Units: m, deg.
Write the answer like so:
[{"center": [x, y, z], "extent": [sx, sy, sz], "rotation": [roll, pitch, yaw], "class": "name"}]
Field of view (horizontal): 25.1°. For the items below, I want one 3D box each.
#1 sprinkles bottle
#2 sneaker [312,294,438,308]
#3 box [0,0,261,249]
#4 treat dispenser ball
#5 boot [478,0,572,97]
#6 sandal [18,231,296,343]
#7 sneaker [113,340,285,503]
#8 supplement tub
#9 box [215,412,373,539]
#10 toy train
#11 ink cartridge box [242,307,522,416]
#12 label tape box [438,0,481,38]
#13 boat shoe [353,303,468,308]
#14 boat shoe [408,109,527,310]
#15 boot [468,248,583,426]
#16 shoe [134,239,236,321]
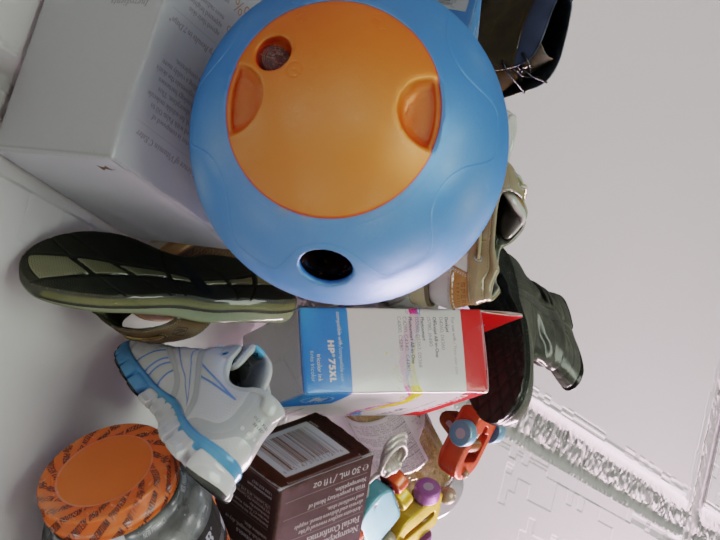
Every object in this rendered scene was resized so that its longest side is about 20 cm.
[{"center": [0.029, 0.137, 1.408], "extent": [0.069, 0.068, 0.201], "rotation": [-59, 140, -31], "class": "sprinkles bottle"}, {"center": [0.000, 0.000, 1.262], "extent": [0.115, 0.073, 0.201], "rotation": [-43, 144, -27], "class": "sneaker"}, {"center": [-0.131, -0.138, 1.079], "extent": [0.152, 0.105, 0.202], "rotation": [37, 65, -53], "class": "box"}, {"center": [-0.007, -0.081, 1.000], "extent": [0.200, 0.199, 0.204], "rotation": [-15, 109, -54], "class": "treat dispenser ball"}, {"center": [0.124, -0.182, 1.465], "extent": [0.075, 0.096, 0.202], "rotation": [38, 65, -52], "class": "boot"}, {"center": [-0.134, 0.023, 1.091], "extent": [0.199, 0.080, 0.058], "rotation": [10, 118, -32], "class": "sandal"}, {"center": [-0.101, 0.079, 1.089], "extent": [0.087, 0.200, 0.075], "rotation": [-45, 122, -4], "class": "sneaker"}, {"center": [-0.144, 0.212, 1.113], "extent": [0.123, 0.121, 0.202], "rotation": [-50, 134, -39], "class": "supplement tub"}, {"center": [-0.060, 0.221, 1.232], "extent": [0.099, 0.075, 0.202], "rotation": [-16, 126, -42], "class": "box"}, {"center": [0.039, 0.163, 1.332], "extent": [0.199, 0.055, 0.152], "rotation": [-1, 118, -57], "class": "toy train"}, {"center": [0.020, 0.073, 1.259], "extent": [0.198, 0.116, 0.068], "rotation": [2, 76, -26], "class": "ink cartridge box"}, {"center": [0.059, -0.124, 1.356], "extent": [0.144, 0.065, 0.202], "rotation": [-73, 169, -61], "class": "label tape box"}, {"center": [0.059, 0.007, 1.442], "extent": [0.199, 0.073, 0.066], "rotation": [-8, 73, -51], "class": "boat shoe"}, {"center": [0.098, -0.048, 1.261], "extent": [0.075, 0.068, 0.201], "rotation": [75, 30, -50], "class": "boat shoe"}, {"center": [0.149, 0.068, 1.381], "extent": [0.130, 0.067, 0.201], "rotation": [35, 34, -32], "class": "boot"}, {"center": [-0.104, -0.026, 1.194], "extent": [0.199, 0.053, 0.071], "rotation": [-33, 138, -35], "class": "shoe"}]
